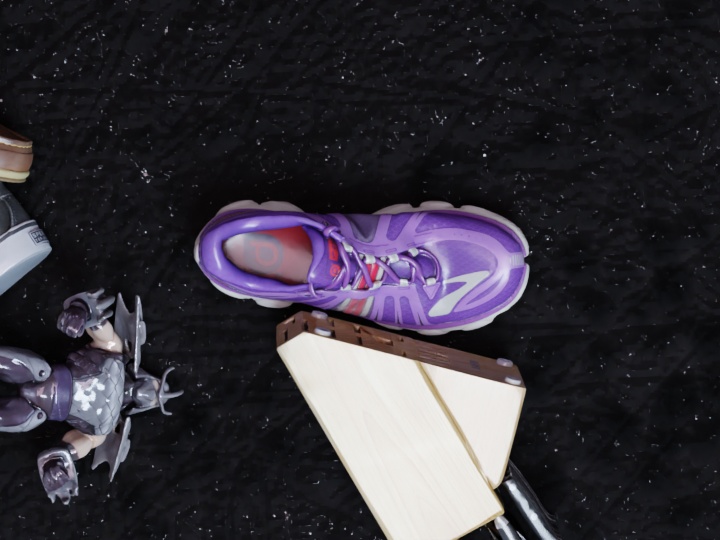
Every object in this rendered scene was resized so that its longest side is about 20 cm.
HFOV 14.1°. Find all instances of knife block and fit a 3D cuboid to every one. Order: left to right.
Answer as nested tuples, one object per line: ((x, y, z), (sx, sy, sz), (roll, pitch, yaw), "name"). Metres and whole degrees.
((0.028, 0.132, 1.729), (0.199, 0.064, 0.176), (15, 99, -5), "knife block")

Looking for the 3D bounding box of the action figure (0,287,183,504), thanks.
((-0.194, 0.072, 1.720), (0.200, 0.069, 0.131), (3, 94, -29), "action figure")

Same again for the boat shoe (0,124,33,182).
((-0.283, -0.112, 1.741), (0.200, 0.072, 0.068), (25, 96, 4), "boat shoe")

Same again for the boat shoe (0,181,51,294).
((-0.283, 0.020, 1.749), (0.199, 0.074, 0.068), (-38, 84, 3), "boat shoe")

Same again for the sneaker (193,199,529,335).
((0.000, 0.000, 1.725), (0.199, 0.083, 0.081), (1, 94, 3), "sneaker")
